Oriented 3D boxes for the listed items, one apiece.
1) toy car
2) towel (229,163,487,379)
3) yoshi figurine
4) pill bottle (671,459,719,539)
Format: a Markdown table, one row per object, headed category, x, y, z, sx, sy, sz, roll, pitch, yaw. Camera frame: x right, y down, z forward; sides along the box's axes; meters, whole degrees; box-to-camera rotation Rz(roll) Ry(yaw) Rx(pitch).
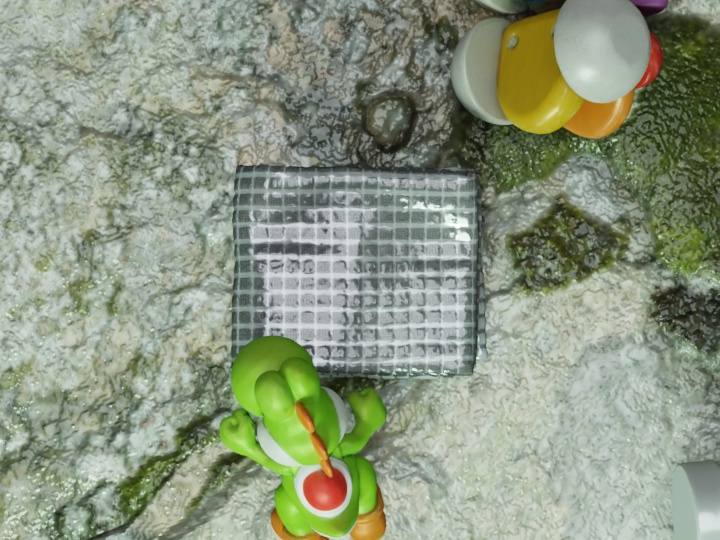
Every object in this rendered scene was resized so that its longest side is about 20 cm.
| category | x | y | z | sx | sy | sz | roll | pitch | yaw |
| --- | --- | --- | --- | --- | --- | --- | --- | --- | --- |
| toy car | 0.170 | -0.198 | 1.266 | 0.149 | 0.175 | 0.201 | 7 | 83 | -35 |
| towel | 0.000 | 0.000 | 1.267 | 0.199 | 0.086 | 0.166 | 0 | 86 | -1 |
| yoshi figurine | -0.043 | 0.120 | 1.216 | 0.112 | 0.200 | 0.113 | 14 | 52 | 25 |
| pill bottle | 0.341 | 0.183 | 1.239 | 0.199 | 0.120 | 0.120 | -4 | 85 | -1 |
